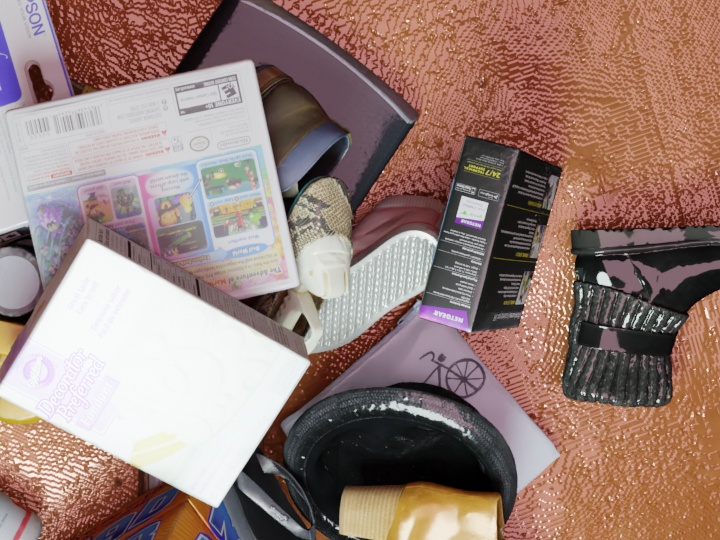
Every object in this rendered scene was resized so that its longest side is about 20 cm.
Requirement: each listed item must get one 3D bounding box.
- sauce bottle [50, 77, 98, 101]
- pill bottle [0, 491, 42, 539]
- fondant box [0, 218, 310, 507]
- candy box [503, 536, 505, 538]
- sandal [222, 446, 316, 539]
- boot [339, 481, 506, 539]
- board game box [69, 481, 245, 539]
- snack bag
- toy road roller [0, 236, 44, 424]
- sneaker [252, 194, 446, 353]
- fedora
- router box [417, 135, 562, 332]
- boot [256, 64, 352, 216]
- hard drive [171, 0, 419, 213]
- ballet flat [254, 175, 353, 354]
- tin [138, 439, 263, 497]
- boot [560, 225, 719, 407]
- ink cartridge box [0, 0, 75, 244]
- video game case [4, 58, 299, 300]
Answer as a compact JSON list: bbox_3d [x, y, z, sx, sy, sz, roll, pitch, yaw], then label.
[{"bbox_3d":[-0.176,-0.093,1.430,0.199,0.065,0.065,27,92,-14],"label":"sauce bottle"},{"bbox_3d":[-0.375,0.202,1.410,0.199,0.109,0.109,35,90,-10],"label":"pill bottle"},{"bbox_3d":[-0.160,0.073,1.308,0.199,0.058,0.145,30,102,-15],"label":"fondant box"},{"bbox_3d":[0.116,0.314,1.508,0.117,0.056,0.200,-40,109,-3],"label":"candy box"},{"bbox_3d":[-0.082,0.179,1.392,0.043,0.076,0.201,-35,85,26],"label":"sandal"},{"bbox_3d":[0.055,0.269,1.396,0.143,0.071,0.203,5,113,14],"label":"boot"},{"bbox_3d":[-0.159,0.311,1.378,0.199,0.200,0.201,-32,101,17],"label":"board game box"},{"bbox_3d":[0.050,0.154,1.510,0.188,0.021,0.200,-41,101,-3],"label":"snack bag"},{"bbox_3d":[-0.235,0.058,1.407,0.198,0.123,0.147,11,95,-5],"label":"toy road roller"},{"bbox_3d":[0.000,0.000,1.468,0.199,0.105,0.076,-27,108,25],"label":"sneaker"},{"bbox_3d":[0.038,0.156,1.438,0.199,0.092,0.202,6,120,10],"label":"fedora"},{"bbox_3d":[0.111,-0.027,1.409,0.051,0.200,0.150,16,93,16],"label":"router box"},{"bbox_3d":[-0.096,-0.069,1.365,0.097,0.075,0.200,33,78,21],"label":"boot"},{"bbox_3d":[-0.059,-0.141,1.451,0.199,0.042,0.135,35,90,-10],"label":"hard drive"},{"bbox_3d":[-0.046,0.021,1.389,0.067,0.075,0.201,5,126,-34],"label":"ballet flat"},{"bbox_3d":[-0.139,0.156,1.476,0.111,0.042,0.202,0,96,-4],"label":"tin"},{"bbox_3d":[0.281,0.041,1.499,0.209,0.079,0.159,-1,90,3],"label":"boot"},{"bbox_3d":[-0.323,-0.116,1.379,0.198,0.043,0.200,-18,81,4],"label":"ink cartridge box"},{"bbox_3d":[-0.162,-0.056,1.329,0.198,0.024,0.184,-12,96,-4],"label":"video game case"}]
